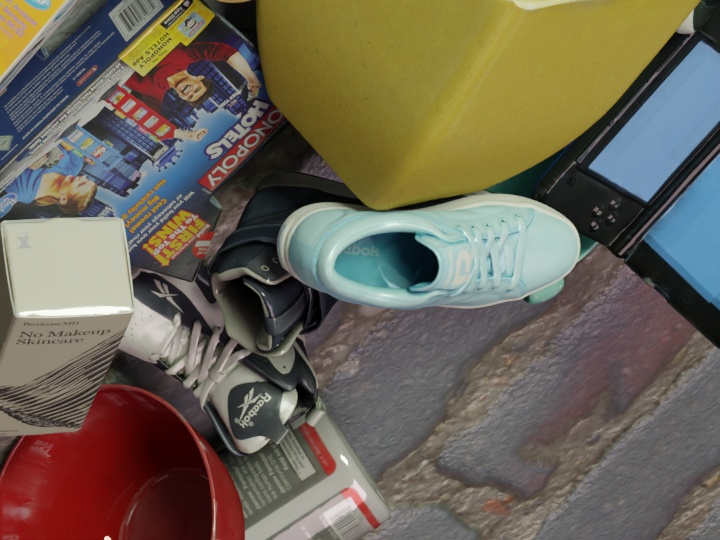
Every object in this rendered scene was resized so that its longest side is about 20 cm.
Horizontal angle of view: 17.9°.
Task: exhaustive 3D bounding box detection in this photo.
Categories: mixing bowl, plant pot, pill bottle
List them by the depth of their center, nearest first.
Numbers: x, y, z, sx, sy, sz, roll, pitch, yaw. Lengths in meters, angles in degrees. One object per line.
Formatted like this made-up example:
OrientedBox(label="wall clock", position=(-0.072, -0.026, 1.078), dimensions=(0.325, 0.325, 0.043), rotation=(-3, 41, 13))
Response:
OrientedBox(label="plant pot", position=(0.050, -0.150, 1.388), dimensions=(0.195, 0.194, 0.200), rotation=(-12, 141, -47))
OrientedBox(label="mixing bowl", position=(-0.158, 0.189, 1.639), dimensions=(0.200, 0.200, 0.108), rotation=(-44, 151, 14))
OrientedBox(label="pill bottle", position=(-0.088, 0.195, 1.747), dimensions=(0.200, 0.114, 0.114), rotation=(-33, 142, 0))

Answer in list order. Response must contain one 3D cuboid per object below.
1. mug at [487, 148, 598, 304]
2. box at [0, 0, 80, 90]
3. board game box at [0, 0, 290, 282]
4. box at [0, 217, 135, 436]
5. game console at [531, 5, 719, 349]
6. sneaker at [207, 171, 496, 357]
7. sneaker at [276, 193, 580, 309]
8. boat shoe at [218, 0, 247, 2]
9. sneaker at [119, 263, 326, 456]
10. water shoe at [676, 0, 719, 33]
OrientedBox(label="mug", position=(0.093, -0.065, 1.597), dimensions=(0.152, 0.115, 0.185), rotation=(-3, 134, -33))
OrientedBox(label="box", position=(-0.213, -0.128, 1.320), dimensions=(0.041, 0.119, 0.200), rotation=(40, 106, -7))
OrientedBox(label="board game box", position=(-0.138, -0.081, 1.461), dimensions=(0.200, 0.062, 0.200), rotation=(-42, 143, 9))
OrientedBox(label="box", position=(-0.205, 0.040, 1.475), dimensions=(0.082, 0.069, 0.200), rotation=(-3, 156, -18))
OrientedBox(label="game console", position=(0.245, -0.066, 1.519), dimensions=(0.200, 0.118, 0.170), rotation=(-49, 144, 14))
OrientedBox(label="sneaker", position=(0.000, 0.001, 1.475), dimensions=(0.201, 0.146, 0.077), rotation=(4, 122, 21))
OrientedBox(label="sneaker", position=(0.053, -0.003, 1.408), dimensions=(0.199, 0.082, 0.074), rotation=(-4, 108, -19))
OrientedBox(label="boat shoe", position=(-0.081, -0.258, 1.308), dimensions=(0.073, 0.069, 0.201), rotation=(-4, 113, -22))
OrientedBox(label="sneaker", position=(-0.101, 0.066, 1.587), dimensions=(0.080, 0.130, 0.199), rotation=(-48, 140, 16))
OrientedBox(label="water shoe", position=(0.261, -0.224, 1.399), dimensions=(0.200, 0.079, 0.071), rotation=(-60, 170, 9))
